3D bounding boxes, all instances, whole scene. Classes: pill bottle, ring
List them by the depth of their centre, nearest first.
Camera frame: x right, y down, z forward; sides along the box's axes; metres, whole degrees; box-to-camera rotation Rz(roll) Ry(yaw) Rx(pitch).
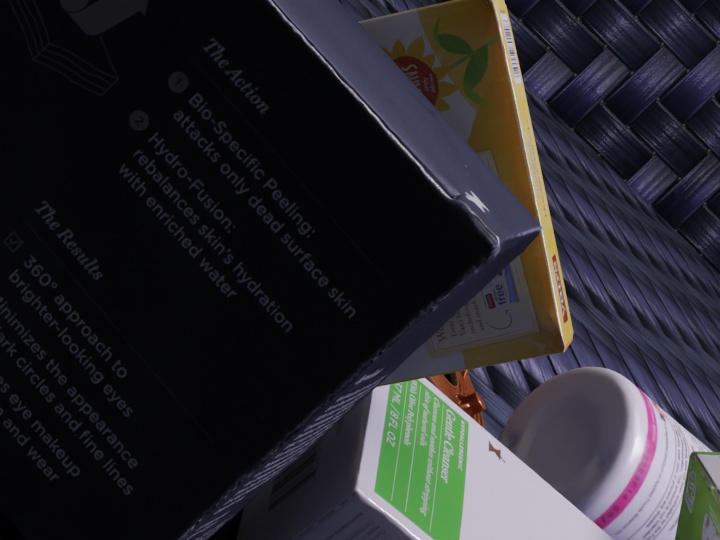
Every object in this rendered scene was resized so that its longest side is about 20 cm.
[{"bbox_3d":[0.180,0.154,1.254,0.200,0.113,0.113,38,15,-32],"label":"pill bottle"},{"bbox_3d":[0.033,0.014,1.312,0.201,0.019,0.200,59,9,-16],"label":"ring"}]

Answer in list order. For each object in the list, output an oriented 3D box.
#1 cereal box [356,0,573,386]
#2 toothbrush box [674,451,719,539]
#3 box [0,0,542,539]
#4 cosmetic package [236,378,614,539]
[{"bbox_3d":[-0.027,-0.020,0.823,0.040,0.200,0.144,-32,111,-77],"label":"cereal box"},{"bbox_3d":[0.216,0.192,0.959,0.145,0.200,0.086,2,22,-7],"label":"toothbrush box"},{"bbox_3d":[-0.075,-0.018,0.750,0.197,0.200,0.117,49,12,6],"label":"box"},{"bbox_3d":[0.047,0.140,0.878,0.200,0.085,0.108,39,29,-20],"label":"cosmetic package"}]
